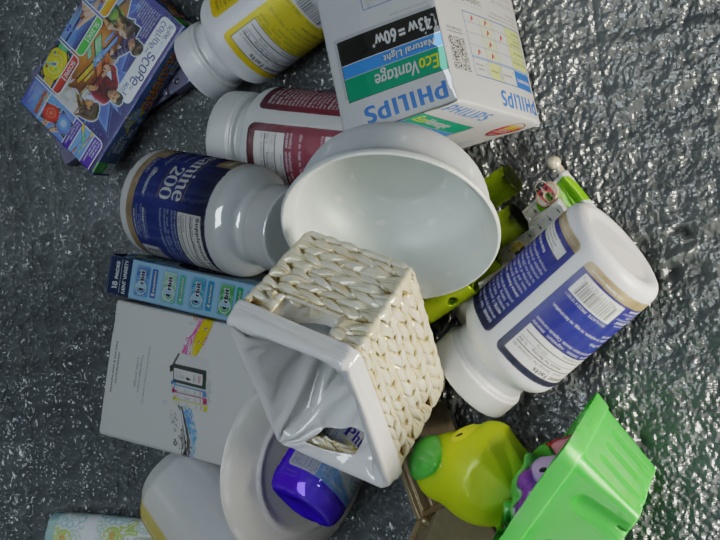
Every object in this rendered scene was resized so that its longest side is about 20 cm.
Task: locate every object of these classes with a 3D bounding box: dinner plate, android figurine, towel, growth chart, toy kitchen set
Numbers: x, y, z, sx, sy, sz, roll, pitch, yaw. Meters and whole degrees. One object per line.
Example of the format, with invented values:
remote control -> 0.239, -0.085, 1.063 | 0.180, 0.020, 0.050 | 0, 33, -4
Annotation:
dinner plate -> -0.057, 0.193, 1.502 | 0.024, 0.199, 0.203 | 10, 94, 44
android figurine -> 0.074, -0.021, 1.477 | 0.199, 0.041, 0.183 | -32, 35, 26
towel -> -0.281, 0.379, 1.706 | 0.169, 0.048, 0.203 | 0, 89, 25
growth chart -> 0.174, 0.009, 1.484 | 0.145, 0.018, 0.200 | 48, 111, 19
toy kitchen set -> 0.003, 0.260, 1.499 | 0.182, 0.198, 0.163 | 70, 157, 11

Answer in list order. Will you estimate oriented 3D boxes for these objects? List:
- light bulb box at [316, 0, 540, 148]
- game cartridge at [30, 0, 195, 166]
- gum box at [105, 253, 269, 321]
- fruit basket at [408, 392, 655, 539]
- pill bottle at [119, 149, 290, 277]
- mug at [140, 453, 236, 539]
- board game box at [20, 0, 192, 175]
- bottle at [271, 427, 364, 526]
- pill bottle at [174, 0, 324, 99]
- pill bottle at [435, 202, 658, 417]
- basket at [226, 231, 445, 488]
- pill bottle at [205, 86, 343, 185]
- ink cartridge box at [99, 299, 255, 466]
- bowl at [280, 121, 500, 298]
light bulb box -> 0.062, -0.227, 1.444 | 0.124, 0.198, 0.202 | -16, 81, 29
game cartridge -> -0.284, -0.222, 1.722 | 0.199, 0.038, 0.131 | -29, 80, 25
gum box -> -0.133, 0.021, 1.560 | 0.198, 0.169, 0.045 | 11, 94, 28
fruit basket -> 0.154, 0.185, 1.387 | 0.215, 0.215, 0.156 | 41, 107, 22
pill bottle -> -0.139, -0.056, 1.506 | 0.199, 0.110, 0.112 | 13, 95, 39
mug -> -0.168, 0.277, 1.587 | 0.186, 0.150, 0.153 | -40, 60, -13
board game box -> -0.282, -0.227, 1.683 | 0.135, 0.034, 0.201 | 43, 108, 21
bottle -> -0.009, 0.148, 1.478 | 0.065, 0.084, 0.201 | 14, 63, 39
pill bottle -> -0.097, -0.266, 1.578 | 0.199, 0.111, 0.112 | -32, 75, 23
pill bottle -> 0.170, 0.041, 1.411 | 0.200, 0.115, 0.116 | -43, 71, 21
basket -> -0.015, 0.078, 1.355 | 0.135, 0.201, 0.124 | 20, 58, 28
pill bottle -> -0.052, -0.128, 1.551 | 0.198, 0.114, 0.116 | 9, 94, 28
ink cartridge box -> -0.144, 0.116, 1.578 | 0.198, 0.147, 0.146 | 11, 94, 27
bowl -> 0.032, -0.069, 1.357 | 0.199, 0.201, 0.091 | -13, 47, 27
